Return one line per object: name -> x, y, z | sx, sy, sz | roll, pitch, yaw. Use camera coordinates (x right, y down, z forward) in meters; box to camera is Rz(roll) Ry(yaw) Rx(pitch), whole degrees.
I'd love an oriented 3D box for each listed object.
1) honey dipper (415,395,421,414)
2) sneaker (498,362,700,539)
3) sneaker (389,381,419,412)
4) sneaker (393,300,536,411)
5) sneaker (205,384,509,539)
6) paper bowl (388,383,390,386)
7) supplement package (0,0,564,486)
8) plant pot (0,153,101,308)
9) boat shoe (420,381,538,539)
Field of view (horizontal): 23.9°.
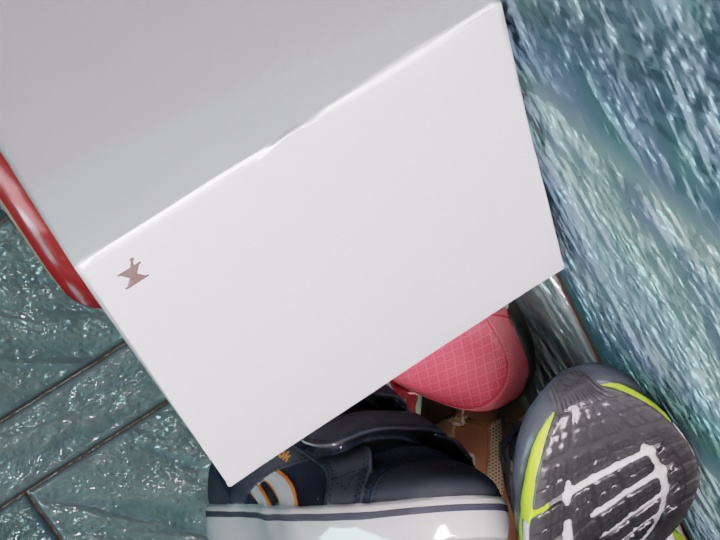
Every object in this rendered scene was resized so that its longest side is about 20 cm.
honey dipper -> 0.000, 0.000, 0.920 | 0.038, 0.038, 0.200 | 76, 168, -69
sneaker -> 0.083, 0.083, 0.671 | 0.081, 0.074, 0.200 | 58, 172, 29
sneaker -> 0.064, 0.117, 0.928 | 0.200, 0.078, 0.116 | 52, 172, 35
sneaker -> -0.017, 0.011, 0.731 | 0.200, 0.074, 0.087 | 34, -144, -7
sneaker -> -0.011, 0.081, 0.735 | 0.200, 0.078, 0.079 | -9, 78, 56
paper bowl -> -0.008, 0.089, 1.212 | 0.201, 0.104, 0.201 | 55, 173, 10
supplement package -> -0.052, -0.065, 0.608 | 0.200, 0.152, 0.151 | 53, 172, 35
plant pot -> -0.141, -0.085, 1.054 | 0.200, 0.182, 0.200 | 54, 173, 10
boat shoe -> 0.044, 0.103, 0.781 | 0.076, 0.072, 0.200 | 118, 149, -57
